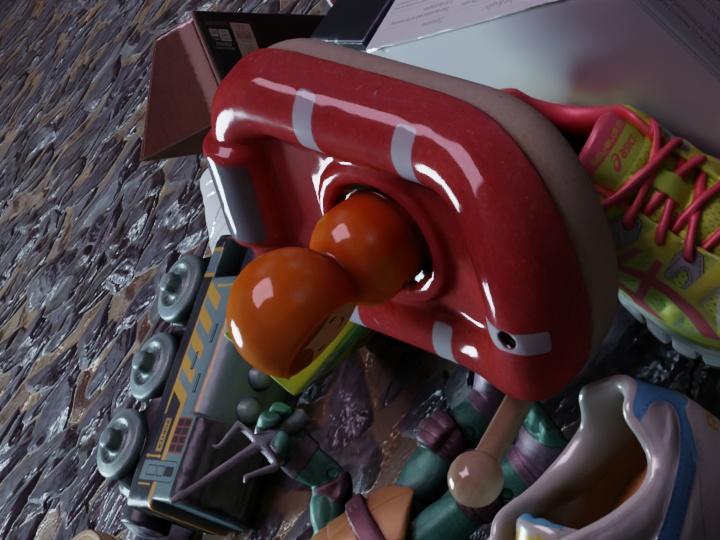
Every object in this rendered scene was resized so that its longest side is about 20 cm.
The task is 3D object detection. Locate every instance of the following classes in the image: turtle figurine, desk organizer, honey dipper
[{"bbox_3d":[0.001,0.119,0.735,0.200,0.101,0.150,-37,43,-1],"label":"turtle figurine"},{"bbox_3d":[-0.078,-0.124,1.061,0.077,0.072,0.200,-23,-3,25],"label":"desk organizer"},{"bbox_3d":[0.081,0.034,0.693,0.038,0.038,0.200,-33,12,40],"label":"honey dipper"}]

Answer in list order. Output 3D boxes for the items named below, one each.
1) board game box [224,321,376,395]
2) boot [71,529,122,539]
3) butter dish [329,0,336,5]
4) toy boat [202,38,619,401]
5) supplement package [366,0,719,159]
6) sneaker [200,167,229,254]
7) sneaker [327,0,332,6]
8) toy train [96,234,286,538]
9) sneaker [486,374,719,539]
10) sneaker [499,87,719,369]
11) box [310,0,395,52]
[{"bbox_3d":[0.000,0.000,0.843,0.102,0.048,0.200,-51,-5,9],"label":"board game box"},{"bbox_3d":[-0.207,0.202,0.935,0.073,0.155,0.200,-43,26,23],"label":"boot"},{"bbox_3d":[0.044,-0.216,1.030,0.200,0.148,0.199,-53,25,3],"label":"butter dish"},{"bbox_3d":[0.001,-0.005,0.636,0.200,0.131,0.131,20,50,37],"label":"toy boat"},{"bbox_3d":[0.130,-0.107,0.721,0.111,0.156,0.200,-59,25,-16],"label":"supplement package"},{"bbox_3d":[-0.033,-0.047,1.072,0.200,0.075,0.100,-23,62,46],"label":"sneaker"},{"bbox_3d":[0.048,-0.264,1.206,0.082,0.074,0.200,-29,-8,-45],"label":"sneaker"},{"bbox_3d":[-0.088,0.070,0.971,0.114,0.085,0.200,-3,63,53],"label":"toy train"},{"bbox_3d":[0.075,0.135,0.601,0.200,0.081,0.076,-61,27,-11],"label":"sneaker"},{"bbox_3d":[0.121,-0.023,0.651,0.200,0.090,0.078,19,68,34],"label":"sneaker"},{"bbox_3d":[0.090,-0.169,0.894,0.200,0.141,0.079,-57,27,-6],"label":"box"}]
